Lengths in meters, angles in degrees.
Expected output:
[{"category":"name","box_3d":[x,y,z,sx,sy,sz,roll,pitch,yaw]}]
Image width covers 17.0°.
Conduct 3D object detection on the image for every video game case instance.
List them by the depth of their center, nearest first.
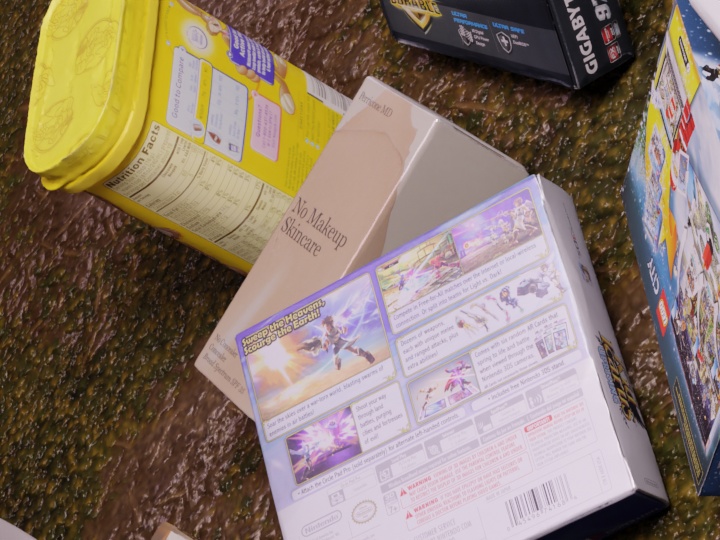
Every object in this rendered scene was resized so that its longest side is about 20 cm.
[{"category":"video game case","box_3d":[0.042,0.075,1.240,0.200,0.045,0.182,-28,61,24]}]

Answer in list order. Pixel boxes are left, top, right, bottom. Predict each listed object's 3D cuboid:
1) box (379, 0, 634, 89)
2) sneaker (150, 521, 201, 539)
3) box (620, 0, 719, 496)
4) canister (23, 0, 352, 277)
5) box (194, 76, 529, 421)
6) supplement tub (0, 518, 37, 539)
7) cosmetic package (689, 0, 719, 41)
[{"category":"box","box_3d":[0.063,-0.196,1.376,0.046,0.159,0.200,-30,27,-21]},{"category":"sneaker","box_3d":[-0.076,0.210,1.341,0.200,0.067,0.090,22,79,53]},{"category":"box","box_3d":[0.172,-0.013,1.141,0.137,0.038,0.200,99,167,-47]},{"category":"canister","box_3d":[-0.095,-0.083,1.456,0.087,0.200,0.149,-29,45,39]},{"category":"box","box_3d":[0.000,0.000,1.383,0.200,0.078,0.095,-60,34,3]},{"category":"supplement tub","box_3d":[-0.274,0.254,1.500,0.200,0.145,0.145,-59,34,3]},{"category":"cosmetic package","box_3d":[0.277,-0.089,0.976,0.165,0.200,0.165,-50,36,18]}]
